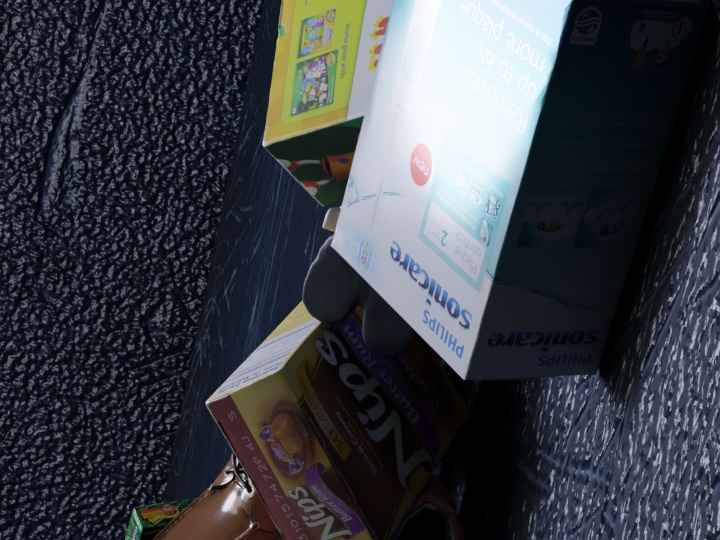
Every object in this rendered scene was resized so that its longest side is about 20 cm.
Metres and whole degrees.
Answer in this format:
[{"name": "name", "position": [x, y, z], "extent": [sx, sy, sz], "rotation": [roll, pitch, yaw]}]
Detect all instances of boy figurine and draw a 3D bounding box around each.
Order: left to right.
[{"name": "boy figurine", "position": [0.043, -0.008, 1.447], "extent": [0.200, 0.124, 0.065], "rotation": [-34, -30, -61]}]

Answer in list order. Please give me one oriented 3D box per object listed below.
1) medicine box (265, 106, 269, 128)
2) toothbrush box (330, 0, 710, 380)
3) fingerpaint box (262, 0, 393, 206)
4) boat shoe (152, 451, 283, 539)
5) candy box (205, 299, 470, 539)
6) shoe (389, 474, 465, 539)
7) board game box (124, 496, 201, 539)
[{"name": "medicine box", "position": [-0.001, -0.206, 2.018], "extent": [0.182, 0.102, 0.201], "rotation": [159, 122, -80]}, {"name": "toothbrush box", "position": [0.073, -0.068, 1.219], "extent": [0.146, 0.085, 0.201], "rotation": [46, 129, 49]}, {"name": "fingerpaint box", "position": [0.039, -0.154, 1.460], "extent": [0.073, 0.166, 0.201], "rotation": [45, -140, -44]}, {"name": "boat shoe", "position": [-0.060, 0.132, 1.529], "extent": [0.072, 0.200, 0.068], "rotation": [33, 147, 40]}, {"name": "candy box", "position": [-0.007, 0.080, 1.425], "extent": [0.117, 0.056, 0.200], "rotation": [61, -155, -9]}, {"name": "shoe", "position": [0.013, 0.219, 1.456], "extent": [0.091, 0.071, 0.201], "rotation": [-129, 54, -85]}, {"name": "board game box", "position": [-0.066, 0.182, 1.641], "extent": [0.024, 0.199, 0.105], "rotation": [56, 142, 40]}]
